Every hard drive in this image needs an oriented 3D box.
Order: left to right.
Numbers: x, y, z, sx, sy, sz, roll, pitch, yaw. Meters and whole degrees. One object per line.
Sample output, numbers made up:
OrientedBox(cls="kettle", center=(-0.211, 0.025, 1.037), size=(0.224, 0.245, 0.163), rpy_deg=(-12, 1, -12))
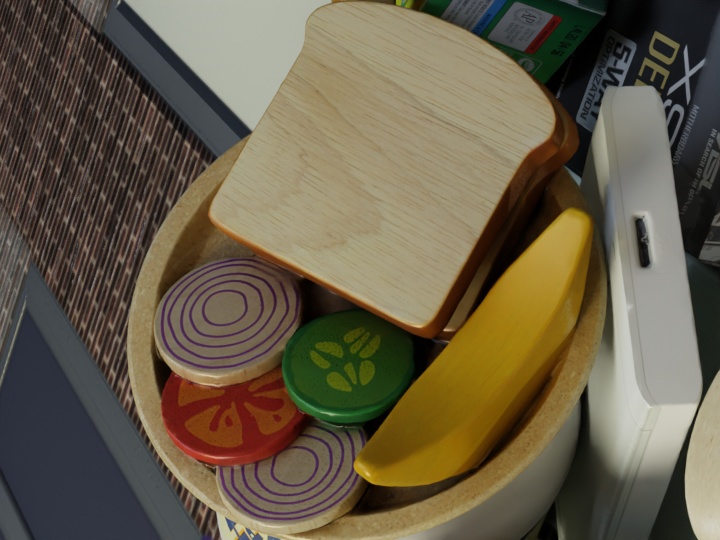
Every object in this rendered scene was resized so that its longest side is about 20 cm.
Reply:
OrientedBox(cls="hard drive", center=(0.099, 0.038, 0.906), size=(0.200, 0.026, 0.132), rpy_deg=(96, 172, -61))

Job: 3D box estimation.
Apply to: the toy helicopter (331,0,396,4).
OrientedBox(cls="toy helicopter", center=(0.007, -0.138, 0.949), size=(0.132, 0.079, 0.201), rpy_deg=(143, 133, -57))

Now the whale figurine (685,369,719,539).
OrientedBox(cls="whale figurine", center=(0.190, 0.026, 0.768), size=(0.201, 0.103, 0.159), rpy_deg=(-62, 6, -21))

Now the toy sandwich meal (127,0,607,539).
OrientedBox(cls="toy sandwich meal", center=(0.000, 0.000, 0.840), size=(0.070, 0.204, 0.206), rpy_deg=(59, -155, -59))

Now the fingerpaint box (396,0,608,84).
OrientedBox(cls="fingerpaint box", center=(0.060, -0.154, 1.040), size=(0.200, 0.073, 0.168), rpy_deg=(130, 156, -64))

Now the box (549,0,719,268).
OrientedBox(cls="box", center=(0.153, -0.115, 0.930), size=(0.158, 0.050, 0.201), rpy_deg=(47, 120, 61))

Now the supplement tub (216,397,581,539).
OrientedBox(cls="supplement tub", center=(0.011, 0.081, 0.970), size=(0.200, 0.144, 0.146), rpy_deg=(98, 173, -67))
